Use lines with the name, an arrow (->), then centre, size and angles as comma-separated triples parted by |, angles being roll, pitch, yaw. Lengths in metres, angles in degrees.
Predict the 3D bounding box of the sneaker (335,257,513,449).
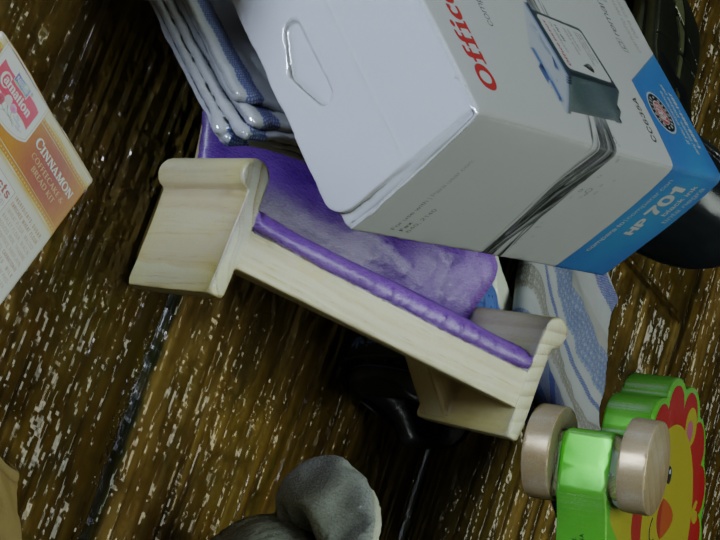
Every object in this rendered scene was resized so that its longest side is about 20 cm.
sneaker -> 0.025, 0.009, 1.174 | 0.111, 0.076, 0.200 | -67, 149, -41

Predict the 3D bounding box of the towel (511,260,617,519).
towel -> 0.118, 0.032, 1.300 | 0.200, 0.024, 0.147 | -77, 154, -47

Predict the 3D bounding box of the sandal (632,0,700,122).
sandal -> 0.169, -0.106, 1.399 | 0.080, 0.057, 0.201 | 59, 33, -33

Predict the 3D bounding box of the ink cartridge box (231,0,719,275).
ink cartridge box -> 0.053, -0.087, 1.005 | 0.200, 0.086, 0.147 | 10, 49, -52

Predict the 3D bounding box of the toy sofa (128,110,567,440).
toy sofa -> 0.000, 0.000, 1.070 | 0.200, 0.083, 0.098 | 27, 79, -31

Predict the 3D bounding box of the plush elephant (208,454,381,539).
plush elephant -> -0.031, 0.183, 1.064 | 0.155, 0.164, 0.200 | 63, -2, 13

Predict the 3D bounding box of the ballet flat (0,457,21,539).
ballet flat -> -0.175, 0.063, 0.872 | 0.200, 0.068, 0.063 | 84, 14, -64

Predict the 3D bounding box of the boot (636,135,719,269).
boot -> 0.139, -0.047, 1.211 | 0.200, 0.076, 0.168 | 37, 15, -11

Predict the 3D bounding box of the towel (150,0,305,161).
towel -> -0.022, -0.099, 1.050 | 0.200, 0.024, 0.147 | 12, 43, -50

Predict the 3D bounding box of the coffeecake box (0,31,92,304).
coffeecake box -> -0.211, 0.009, 0.763 | 0.200, 0.153, 0.073 | -58, 136, -35

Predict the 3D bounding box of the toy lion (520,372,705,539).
toy lion -> 0.134, 0.151, 1.146 | 0.192, 0.068, 0.201 | 24, 73, -65
